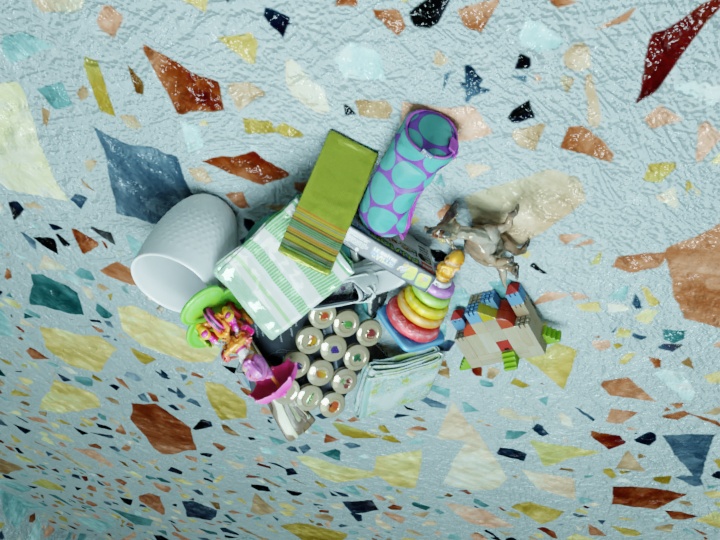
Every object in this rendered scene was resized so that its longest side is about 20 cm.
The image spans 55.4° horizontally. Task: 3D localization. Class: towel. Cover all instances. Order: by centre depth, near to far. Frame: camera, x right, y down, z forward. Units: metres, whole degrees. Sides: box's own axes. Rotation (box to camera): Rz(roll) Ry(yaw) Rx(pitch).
[{"bbox_3d":[-0.045,-0.100,1.008,0.085,0.203,0.018,25,169,-13],"label":"towel"},{"bbox_3d":[-0.120,0.000,1.060,0.199,0.023,0.153,-37,97,25],"label":"towel"},{"bbox_3d":[0.076,0.235,1.424,0.169,0.049,0.201,-11,146,-17],"label":"towel"}]

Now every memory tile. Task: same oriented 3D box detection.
[{"bbox_3d":[-0.059,0.159,1.211,0.152,0.017,0.202,24,98,-26],"label":"memory tile"}]

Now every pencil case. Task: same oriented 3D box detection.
[{"bbox_3d":[0.068,-0.135,1.005,0.092,0.085,0.201,34,142,1],"label":"pencil case"}]

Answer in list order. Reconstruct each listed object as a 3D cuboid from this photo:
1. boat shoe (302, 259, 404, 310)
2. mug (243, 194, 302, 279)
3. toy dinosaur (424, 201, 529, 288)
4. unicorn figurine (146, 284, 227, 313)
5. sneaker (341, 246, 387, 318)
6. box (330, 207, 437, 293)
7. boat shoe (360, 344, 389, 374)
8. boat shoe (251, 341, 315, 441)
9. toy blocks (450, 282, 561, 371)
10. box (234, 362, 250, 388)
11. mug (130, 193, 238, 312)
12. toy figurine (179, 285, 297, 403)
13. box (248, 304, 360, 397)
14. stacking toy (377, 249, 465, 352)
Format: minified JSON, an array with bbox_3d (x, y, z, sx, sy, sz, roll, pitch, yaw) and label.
[{"bbox_3d":[-0.007,0.025,1.124,0.197,0.069,0.073,-4,126,-16],"label":"boat shoe"},{"bbox_3d":[-0.113,-0.035,1.161,0.185,0.115,0.152,-43,127,11],"label":"mug"},{"bbox_3d":[0.187,-0.045,1.081,0.134,0.087,0.200,8,159,27],"label":"toy dinosaur"},{"bbox_3d":[-0.332,0.021,1.287,0.200,0.137,0.074,43,169,48],"label":"unicorn figurine"},{"bbox_3d":[0.000,0.000,1.221,0.079,0.078,0.202,10,136,32],"label":"sneaker"},{"bbox_3d":[0.029,-0.050,1.101,0.198,0.111,0.035,30,114,-16],"label":"box"},{"bbox_3d":[-0.022,0.151,1.399,0.198,0.071,0.070,27,141,-12],"label":"boat shoe"},{"bbox_3d":[-0.149,0.205,1.255,0.204,0.074,0.075,62,172,-5],"label":"boat shoe"},{"bbox_3d":[0.240,0.098,1.235,0.198,0.100,0.137,-18,119,35],"label":"toy blocks"},{"bbox_3d":[-0.155,0.199,1.470,0.197,0.118,0.061,2,140,17],"label":"box"},{"bbox_3d":[-0.305,-0.032,1.192,0.199,0.177,0.147,-24,125,40],"label":"mug"},{"bbox_3d":[-0.184,0.130,1.124,0.184,0.150,0.200,46,177,20],"label":"toy figurine"},{"bbox_3d":[-0.115,0.125,1.304,0.194,0.124,0.203,2,113,21],"label":"box"},{"bbox_3d":[0.123,0.037,1.194,0.115,0.110,0.201,-9,141,-41],"label":"stacking toy"}]
